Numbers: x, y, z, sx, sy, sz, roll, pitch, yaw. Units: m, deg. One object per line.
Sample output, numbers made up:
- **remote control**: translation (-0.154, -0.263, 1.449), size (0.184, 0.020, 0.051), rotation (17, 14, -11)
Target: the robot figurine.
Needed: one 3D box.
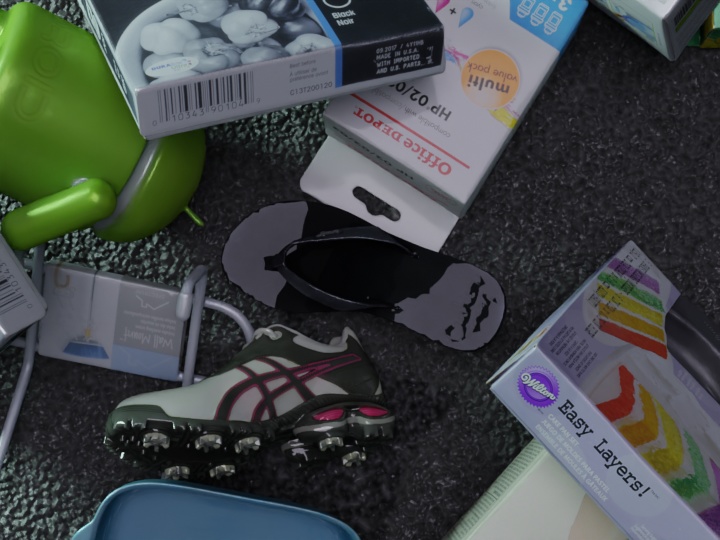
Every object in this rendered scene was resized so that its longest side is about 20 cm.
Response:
- **robot figurine**: translation (-0.187, -0.093, 0.868), size (0.199, 0.176, 0.116), rotation (27, 121, -25)

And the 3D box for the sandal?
- **sandal**: translation (0.001, -0.001, 0.899), size (0.198, 0.043, 0.077), rotation (13, 88, 12)

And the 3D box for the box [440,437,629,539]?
- **box**: translation (0.095, 0.188, 0.865), size (0.078, 0.095, 0.200), rotation (43, 88, 3)

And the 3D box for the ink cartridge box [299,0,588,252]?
- **ink cartridge box**: translation (0.052, -0.117, 0.910), size (0.114, 0.068, 0.201), rotation (31, 86, 4)

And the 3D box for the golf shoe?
- **golf shoe**: translation (-0.074, 0.083, 0.865), size (0.198, 0.077, 0.089), rotation (2, 62, -34)

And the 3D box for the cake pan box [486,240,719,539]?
- **cake pan box**: translation (0.189, 0.088, 0.836), size (0.185, 0.200, 0.052), rotation (49, 124, 5)

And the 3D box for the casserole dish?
- **casserole dish**: translation (-0.090, 0.196, 0.872), size (0.198, 0.039, 0.122), rotation (11, 102, -9)

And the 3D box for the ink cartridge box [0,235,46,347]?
- **ink cartridge box**: translation (-0.305, -0.009, 0.845), size (0.200, 0.043, 0.199), rotation (-35, 89, 42)

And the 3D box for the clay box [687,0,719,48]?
- **clay box**: translation (0.306, -0.215, 0.927), size (0.197, 0.048, 0.116), rotation (-1, 83, 0)

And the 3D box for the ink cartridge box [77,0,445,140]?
- **ink cartridge box**: translation (-0.074, -0.173, 0.852), size (0.196, 0.044, 0.201), rotation (-15, 45, -18)

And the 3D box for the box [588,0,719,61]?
- **box**: translation (0.156, -0.249, 0.881), size (0.200, 0.101, 0.113), rotation (39, 95, 17)

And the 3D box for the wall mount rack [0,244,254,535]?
- **wall mount rack**: translation (-0.175, 0.071, 0.894), size (0.198, 0.075, 0.176), rotation (11, 108, 3)
